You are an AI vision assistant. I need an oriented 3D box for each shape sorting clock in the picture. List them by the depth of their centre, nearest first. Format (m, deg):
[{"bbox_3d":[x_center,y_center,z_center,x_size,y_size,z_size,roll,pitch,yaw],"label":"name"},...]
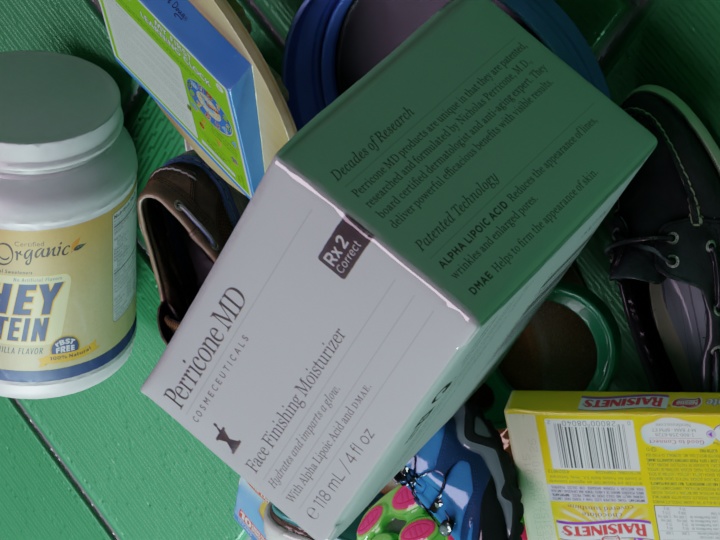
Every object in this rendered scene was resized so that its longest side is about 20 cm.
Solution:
[{"bbox_3d":[-0.093,-0.122,1.673,0.200,0.039,0.200,49,165,17],"label":"shape sorting clock"}]

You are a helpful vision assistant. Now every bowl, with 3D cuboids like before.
[{"bbox_3d":[0.049,-0.084,1.606,0.200,0.039,0.201,19,128,26],"label":"bowl"}]

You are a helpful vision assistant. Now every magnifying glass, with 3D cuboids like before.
[{"bbox_3d":[0.063,0.075,1.695,0.200,0.022,0.080,-35,93,22],"label":"magnifying glass"}]

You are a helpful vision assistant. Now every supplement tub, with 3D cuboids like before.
[{"bbox_3d":[-0.220,-0.031,1.970,0.144,0.144,0.200,31,133,35],"label":"supplement tub"}]

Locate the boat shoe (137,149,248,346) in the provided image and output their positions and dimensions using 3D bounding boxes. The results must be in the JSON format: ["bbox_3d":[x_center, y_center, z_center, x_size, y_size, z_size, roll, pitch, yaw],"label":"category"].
[{"bbox_3d":[-0.088,0.030,1.802,0.072,0.072,0.200,-19,98,37],"label":"boat shoe"}]

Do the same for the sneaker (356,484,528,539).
[{"bbox_3d":[0.094,0.155,1.705,0.199,0.084,0.077,-9,65,16],"label":"sneaker"}]

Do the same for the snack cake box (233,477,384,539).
[{"bbox_3d":[0.008,0.188,1.874,0.200,0.067,0.115,49,159,19],"label":"snack cake box"}]

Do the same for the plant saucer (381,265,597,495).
[{"bbox_3d":[0.040,0.051,1.724,0.200,0.035,0.201,5,107,18],"label":"plant saucer"}]

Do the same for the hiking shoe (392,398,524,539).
[{"bbox_3d":[0.017,0.090,1.641,0.200,0.087,0.074,60,154,24],"label":"hiking shoe"}]

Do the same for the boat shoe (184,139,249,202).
[{"bbox_3d":[-0.071,-0.043,1.863,0.070,0.071,0.200,-142,31,-71],"label":"boat shoe"}]

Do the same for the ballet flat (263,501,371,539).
[{"bbox_3d":[0.030,0.187,1.769,0.200,0.069,0.070,20,127,26],"label":"ballet flat"}]

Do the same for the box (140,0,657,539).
[{"bbox_3d":[0.020,-0.003,1.512,0.131,0.200,0.199,39,135,7],"label":"box"}]

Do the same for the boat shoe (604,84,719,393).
[{"bbox_3d":[0.165,0.002,1.599,0.074,0.066,0.200,8,117,48],"label":"boat shoe"}]

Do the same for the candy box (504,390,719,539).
[{"bbox_3d":[0.182,0.111,1.593,0.199,0.026,0.102,0,126,18],"label":"candy box"}]
